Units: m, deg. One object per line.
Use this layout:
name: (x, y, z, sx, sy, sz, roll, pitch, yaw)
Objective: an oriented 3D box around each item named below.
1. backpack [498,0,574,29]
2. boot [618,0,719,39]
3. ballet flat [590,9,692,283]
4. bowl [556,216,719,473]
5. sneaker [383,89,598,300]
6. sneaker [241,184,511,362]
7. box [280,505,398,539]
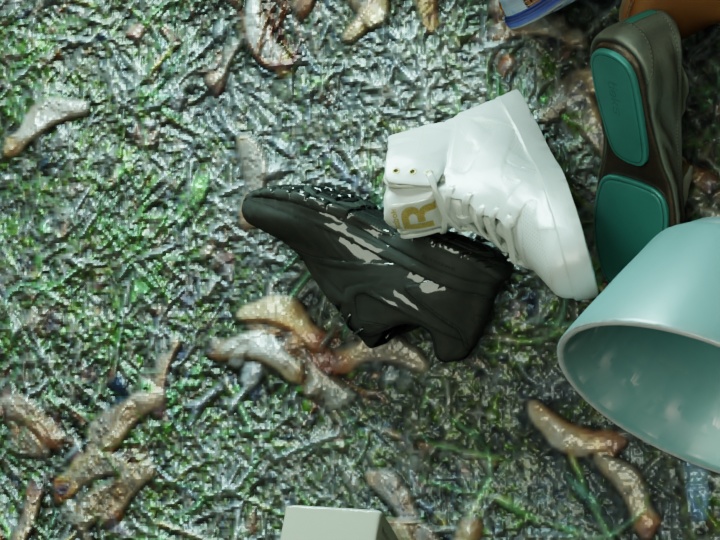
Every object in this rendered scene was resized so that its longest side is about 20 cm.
backpack: (0.110, -0.241, 1.567, 0.200, 0.190, 0.154, -39, 87, 16)
boot: (0.261, -0.153, 1.509, 0.199, 0.077, 0.156, -30, 59, 19)
ballet flat: (0.184, -0.073, 1.561, 0.067, 0.064, 0.201, 26, 138, 37)
bowl: (0.229, 0.040, 1.500, 0.200, 0.201, 0.105, 15, 68, 24)
sneaker: (0.075, -0.033, 1.569, 0.115, 0.074, 0.200, -17, 35, -4)
sneaker: (0.000, 0.000, 1.659, 0.199, 0.076, 0.091, 23, 103, 27)
box: (-0.024, 0.258, 1.596, 0.068, 0.082, 0.201, 2, 64, 17)
